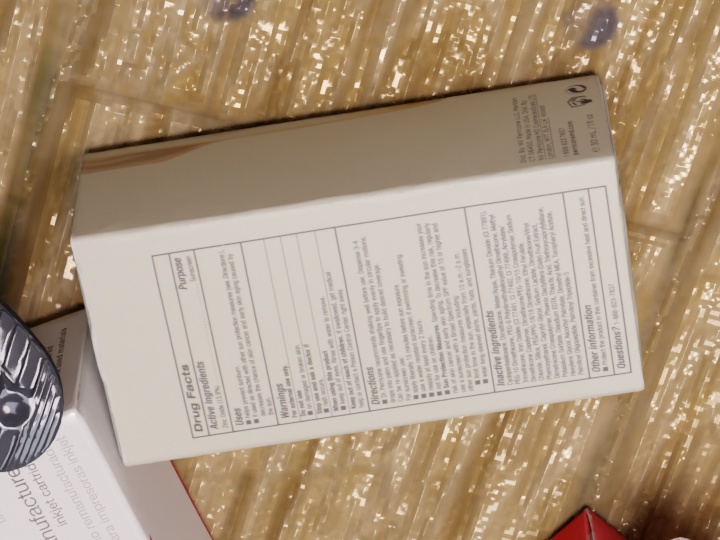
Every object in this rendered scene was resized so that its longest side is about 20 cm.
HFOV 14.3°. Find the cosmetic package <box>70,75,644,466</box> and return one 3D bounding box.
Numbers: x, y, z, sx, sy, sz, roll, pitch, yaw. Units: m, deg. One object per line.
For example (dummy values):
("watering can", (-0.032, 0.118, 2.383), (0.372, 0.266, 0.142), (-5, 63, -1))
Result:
("cosmetic package", (0.000, 0.000, 1.063), (0.199, 0.071, 0.106), (-7, 120, 3))

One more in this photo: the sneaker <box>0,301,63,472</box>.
("sneaker", (-0.194, 0.006, 1.046), (0.200, 0.082, 0.070), (30, 94, -1))

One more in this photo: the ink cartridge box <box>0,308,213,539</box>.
("ink cartridge box", (-0.168, 0.122, 1.123), (0.199, 0.084, 0.145), (-20, 117, 10))

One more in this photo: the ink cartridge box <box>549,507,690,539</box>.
("ink cartridge box", (0.093, 0.182, 1.169), (0.116, 0.067, 0.200), (39, 112, -21))
